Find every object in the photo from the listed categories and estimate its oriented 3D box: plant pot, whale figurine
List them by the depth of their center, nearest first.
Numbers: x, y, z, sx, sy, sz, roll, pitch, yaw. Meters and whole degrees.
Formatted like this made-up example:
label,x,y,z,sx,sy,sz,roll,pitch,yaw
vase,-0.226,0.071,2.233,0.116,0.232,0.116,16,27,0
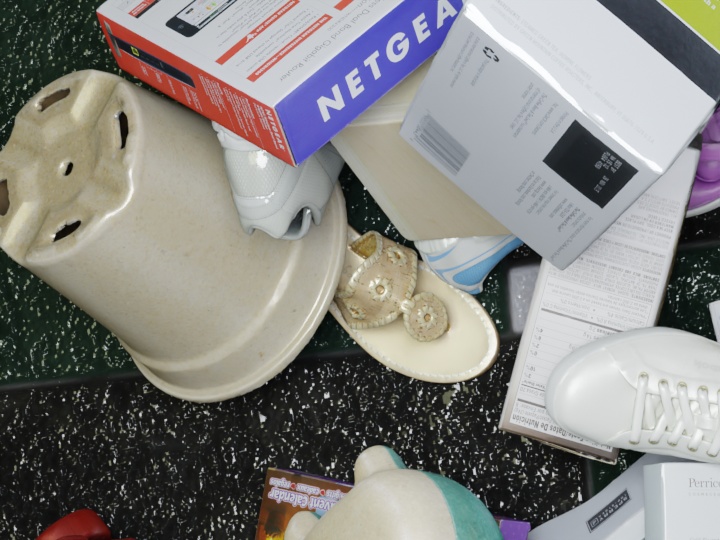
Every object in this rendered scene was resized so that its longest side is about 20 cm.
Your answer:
label,x,y,z,sx,sy,sz,roll,pitch,yaw
whale figurine,0.020,0.191,1.224,0.200,0.103,0.161,-15,69,61
plant pot,-0.141,-0.035,1.304,0.199,0.183,0.202,-16,61,31

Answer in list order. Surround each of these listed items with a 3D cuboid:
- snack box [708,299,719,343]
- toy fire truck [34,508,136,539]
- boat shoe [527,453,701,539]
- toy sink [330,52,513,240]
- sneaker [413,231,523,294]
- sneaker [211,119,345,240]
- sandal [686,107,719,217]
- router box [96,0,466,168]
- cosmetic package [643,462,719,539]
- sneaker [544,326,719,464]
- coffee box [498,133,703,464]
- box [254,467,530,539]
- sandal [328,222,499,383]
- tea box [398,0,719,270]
label,x,y,z,sx,sy,sz,roll,pitch,yaw
snack box,0.326,0.031,1.245,0.198,0.024,0.073,-16,77,17
toy fire truck,-0.230,0.253,1.339,0.200,0.168,0.112,-44,71,9
boat shoe,0.161,0.182,1.266,0.200,0.069,0.057,-39,115,19
toy sink,0.070,-0.140,1.262,0.111,0.131,0.201,-3,56,29
sneaker,0.119,-0.069,1.319,0.200,0.073,0.072,-45,43,-3
sneaker,-0.042,-0.070,1.263,0.075,0.200,0.093,2,101,20
sandal,0.254,-0.106,1.275,0.202,0.050,0.083,-32,74,13
router box,-0.031,-0.168,1.190,0.200,0.049,0.179,-40,46,-20
cosmetic package,0.273,0.192,1.189,0.198,0.052,0.152,1,85,-7
sneaker,0.211,0.079,1.154,0.198,0.085,0.074,2,105,-7
coffee box,0.153,0.006,1.237,0.079,0.113,0.202,15,102,8
box,0.011,0.215,1.297,0.199,0.039,0.138,7,85,38
sandal,-0.003,0.005,1.342,0.211,0.070,0.078,39,97,20
tea box,0.142,-0.134,1.067,0.133,0.200,0.197,40,73,2
